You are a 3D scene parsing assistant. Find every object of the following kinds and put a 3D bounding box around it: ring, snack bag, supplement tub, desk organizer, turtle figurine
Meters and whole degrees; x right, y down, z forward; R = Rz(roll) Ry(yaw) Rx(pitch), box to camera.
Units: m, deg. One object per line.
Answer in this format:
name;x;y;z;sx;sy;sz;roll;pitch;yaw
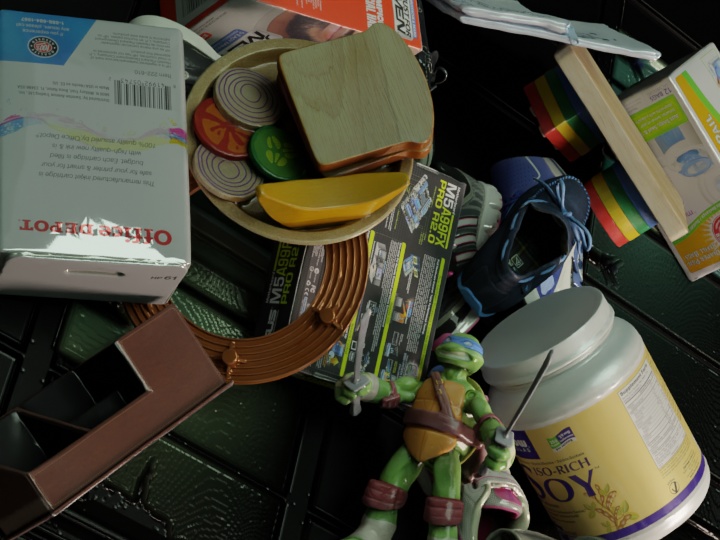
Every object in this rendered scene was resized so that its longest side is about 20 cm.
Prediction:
ring;-0.092;-0.011;1.508;0.200;0.019;0.201;1;75;-3
snack bag;0.165;-0.230;1.787;0.199;0.189;0.021;10;102;-12
supplement tub;0.199;0.130;1.675;0.145;0.145;0.200;-47;113;-44
desk organizer;-0.193;0.107;1.407;0.200;0.072;0.077;-36;93;-45
turtle figurine;0.043;0.135;1.517;0.143;0.200;0.195;15;84;-7

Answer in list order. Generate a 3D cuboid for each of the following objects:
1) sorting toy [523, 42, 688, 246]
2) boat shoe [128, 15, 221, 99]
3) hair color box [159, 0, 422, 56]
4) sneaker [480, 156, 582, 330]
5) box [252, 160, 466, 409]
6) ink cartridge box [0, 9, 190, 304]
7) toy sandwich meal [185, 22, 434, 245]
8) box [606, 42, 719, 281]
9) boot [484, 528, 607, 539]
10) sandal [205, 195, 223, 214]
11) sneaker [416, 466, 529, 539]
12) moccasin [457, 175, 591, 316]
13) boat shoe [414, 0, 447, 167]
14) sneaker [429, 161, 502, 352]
sorting toy;0.226;-0.118;1.837;0.200;0.069;0.199;57;12;-5
boat shoe;-0.110;-0.140;1.598;0.200;0.074;0.061;28;54;-26
hair color box;-0.058;-0.214;1.653;0.199;0.111;0.064;10;65;-38
sneaker;0.144;-0.011;1.759;0.115;0.080;0.200;4;69;-43
box;0.000;0.000;1.595;0.160;0.044;0.201;20;78;-41
ink cartridge box;-0.207;-0.082;1.449;0.144;0.085;0.201;4;65;-19
toy sandwich meal;-0.037;-0.112;1.498;0.204;0.070;0.206;6;62;-11
box;0.346;-0.109;1.964;0.101;0.112;0.200;-37;97;-45
boot;0.146;0.293;1.552;0.200;0.072;0.183;8;84;-67
sandal;-0.041;-0.060;1.619;0.200;0.075;0.045;15;17;-39
sneaker;0.101;0.186;1.619;0.081;0.088;0.201;13;62;-37
moccasin;0.160;-0.024;1.682;0.080;0.068;0.200;46;44;-8
boat shoe;0.042;-0.177;1.753;0.062;0.075;0.201;4;62;-34
sneaker;0.068;-0.018;1.701;0.087;0.074;0.200;36;45;-24
